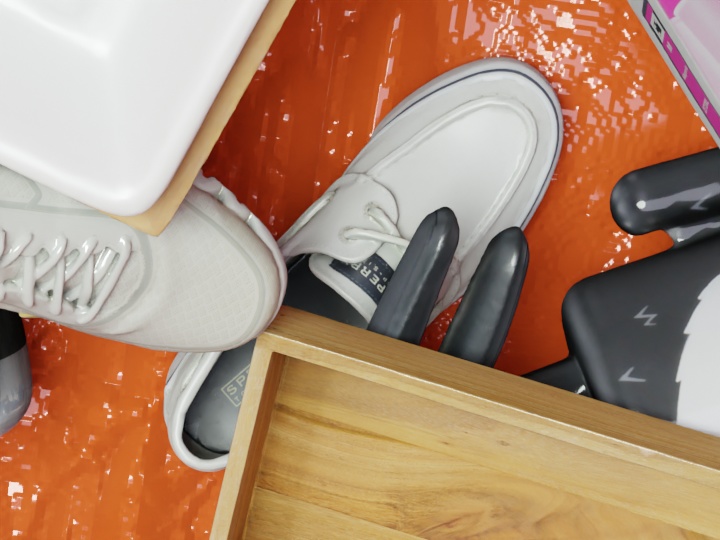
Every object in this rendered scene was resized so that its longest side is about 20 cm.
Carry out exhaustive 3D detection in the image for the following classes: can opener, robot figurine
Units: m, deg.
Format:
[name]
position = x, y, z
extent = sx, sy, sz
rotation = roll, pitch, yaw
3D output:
[can opener]
position = 0.009, 0.064, 0.917
extent = 0.063, 0.079, 0.201
rotation = 5, 124, -18
[robot figurine]
position = 0.149, 0.044, 0.921
extent = 0.199, 0.125, 0.151
rotation = -18, 127, 2

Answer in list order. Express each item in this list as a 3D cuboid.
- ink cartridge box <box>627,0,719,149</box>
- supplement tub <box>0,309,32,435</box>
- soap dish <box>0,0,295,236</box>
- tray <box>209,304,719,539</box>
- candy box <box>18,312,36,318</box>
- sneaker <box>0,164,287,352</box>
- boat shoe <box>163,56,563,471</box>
[ink cartridge box]
position = 0.156, -0.092, 0.891
extent = 0.094, 0.037, 0.200
rotation = -26, 67, -7
[supplement tub]
position = -0.192, -0.033, 0.903
extent = 0.122, 0.123, 0.201
rotation = -8, 100, 0
[soap dish]
position = -0.113, -0.121, 0.745
extent = 0.199, 0.081, 0.158
rotation = 26, 114, -11
[tray]
position = 0.052, 0.089, 0.864
extent = 0.199, 0.037, 0.099
rotation = 17, 109, 9
[candy box]
position = -0.102, -0.099, 0.869
extent = 0.056, 0.117, 0.201
rotation = -3, 117, 2
[sneaker]
position = -0.116, -0.012, 0.800
extent = 0.199, 0.081, 0.075
rotation = 21, 114, -19
[boat shoe]
position = 0.000, 0.000, 0.941
extent = 0.200, 0.066, 0.072
rotation = -40, 98, 6
